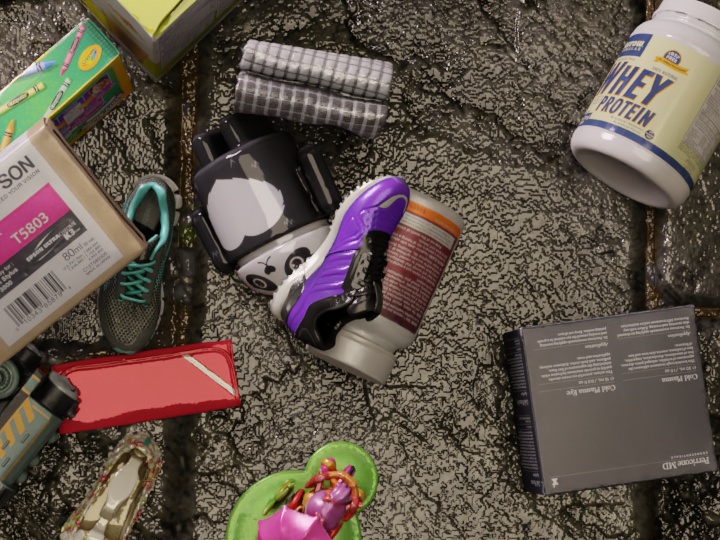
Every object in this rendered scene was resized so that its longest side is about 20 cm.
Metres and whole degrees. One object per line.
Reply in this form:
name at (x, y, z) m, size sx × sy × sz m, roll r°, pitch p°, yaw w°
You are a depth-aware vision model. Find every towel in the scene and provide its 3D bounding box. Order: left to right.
towel at (-0.053, -0.193, 1.729) m, size 0.165 × 0.200 × 0.086 m, roll 9°, pitch 97°, yaw -4°

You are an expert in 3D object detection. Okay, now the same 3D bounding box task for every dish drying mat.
dish drying mat at (-0.234, 0.126, 1.765) m, size 0.199 × 0.018 × 0.077 m, roll -8°, pitch 87°, yaw -7°

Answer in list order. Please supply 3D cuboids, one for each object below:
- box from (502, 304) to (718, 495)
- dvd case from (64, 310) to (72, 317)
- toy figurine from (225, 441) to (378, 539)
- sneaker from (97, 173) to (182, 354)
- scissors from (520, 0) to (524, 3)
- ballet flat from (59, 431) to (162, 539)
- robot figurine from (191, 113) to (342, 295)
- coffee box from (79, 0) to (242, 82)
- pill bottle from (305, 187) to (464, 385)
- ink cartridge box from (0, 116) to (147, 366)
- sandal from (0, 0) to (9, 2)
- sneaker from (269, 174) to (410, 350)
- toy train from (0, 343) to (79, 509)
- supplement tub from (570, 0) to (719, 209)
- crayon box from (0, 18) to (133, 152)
box at (0.271, 0.143, 1.776) m, size 0.199 × 0.104 × 0.183 m, roll -6°, pitch 84°, yaw -7°
dvd case at (-0.403, -0.022, 1.713) m, size 0.199 × 0.025 × 0.151 m, roll 4°, pitch 124°, yaw -7°
toy figurine at (-0.047, 0.267, 1.689) m, size 0.150 × 0.184 × 0.200 m, roll 40°, pitch 81°, yaw -1°
sneaker at (-0.241, -0.011, 1.741) m, size 0.077 × 0.091 × 0.201 m, roll 8°, pitch 84°, yaw -5°
scissors at (0.154, -0.406, 1.860) m, size 0.073 × 0.014 × 0.200 m, roll -36°, pitch 88°, yaw -10°
ballet flat at (-0.274, 0.264, 1.725) m, size 0.075 × 0.064 × 0.201 m, roll 23°, pitch 83°, yaw -4°
robot figurine at (-0.104, -0.071, 1.743) m, size 0.124 × 0.150 × 0.201 m, roll -25°, pitch 87°, yaw -21°
coffee box at (-0.215, -0.357, 1.722) m, size 0.200 × 0.198 × 0.200 m, roll -44°, pitch 90°, yaw -8°
pill bottle at (0.024, 0.014, 1.756) m, size 0.114 × 0.114 × 0.201 m, roll 25°, pitch 82°, yaw -3°
ink cartridge box at (-0.343, -0.028, 1.636) m, size 0.200 × 0.075 × 0.165 m, roll -39°, pitch 105°, yaw 0°
sandal at (-0.451, -0.312, 1.769) m, size 0.199 × 0.045 × 0.075 m, roll -18°, pitch 87°, yaw -8°
sneaker at (0.000, 0.000, 1.665) m, size 0.200 × 0.069 × 0.100 m, roll -53°, pitch 52°, yaw 13°
toy train at (-0.389, 0.174, 1.713) m, size 0.114 × 0.085 × 0.200 m, roll 39°, pitch 84°, yaw -7°
supplement tub at (0.339, -0.186, 1.794) m, size 0.145 × 0.145 × 0.200 m, roll 31°, pitch 82°, yaw -3°
crayon box at (-0.339, -0.167, 1.728) m, size 0.200 × 0.119 × 0.058 m, roll -43°, pitch 82°, yaw -9°
